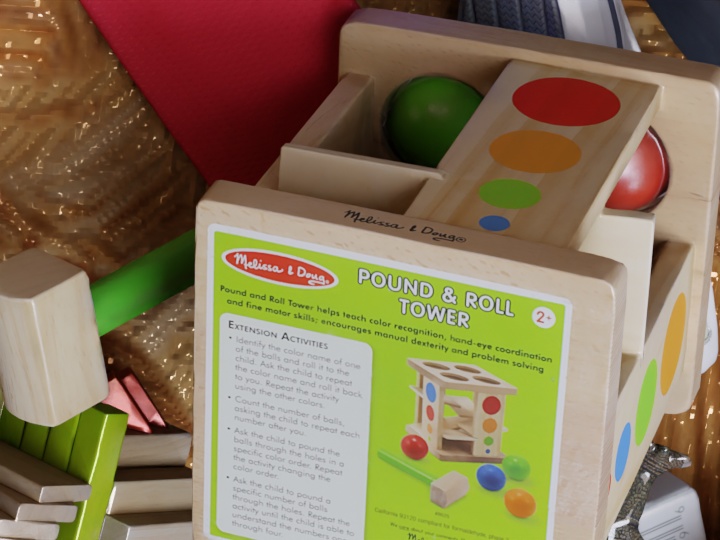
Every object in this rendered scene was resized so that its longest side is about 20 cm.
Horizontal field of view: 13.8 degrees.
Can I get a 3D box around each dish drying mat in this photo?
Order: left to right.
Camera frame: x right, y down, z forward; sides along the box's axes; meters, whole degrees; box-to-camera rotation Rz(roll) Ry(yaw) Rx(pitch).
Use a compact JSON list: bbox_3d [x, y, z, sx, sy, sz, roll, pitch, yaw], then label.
[{"bbox_3d":[-0.020,-0.050,0.990,0.077,0.018,0.200,-30,119,10],"label":"dish drying mat"}]

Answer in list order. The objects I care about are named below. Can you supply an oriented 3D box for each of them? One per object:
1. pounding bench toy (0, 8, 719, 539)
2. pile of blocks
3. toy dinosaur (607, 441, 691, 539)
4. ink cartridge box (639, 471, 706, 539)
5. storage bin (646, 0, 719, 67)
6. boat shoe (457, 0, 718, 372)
[{"bbox_3d":[0.000,0.000,0.931,0.200,0.156,0.124,11,123,15],"label":"pounding bench toy"},{"bbox_3d":[-0.133,0.046,0.938,0.200,0.082,0.062,9,101,-27],"label":"pile of blocks"},{"bbox_3d":[0.050,0.097,1.001,0.200,0.077,0.102,22,81,-27],"label":"toy dinosaur"},{"bbox_3d":[0.059,0.191,1.096,0.173,0.044,0.200,-21,113,-18],"label":"ink cartridge box"},{"bbox_3d":[0.164,-0.120,0.974,0.134,0.200,0.146,-37,118,-1],"label":"storage bin"},{"bbox_3d":[0.083,-0.041,1.029,0.067,0.074,0.200,-25,126,-26],"label":"boat shoe"}]
